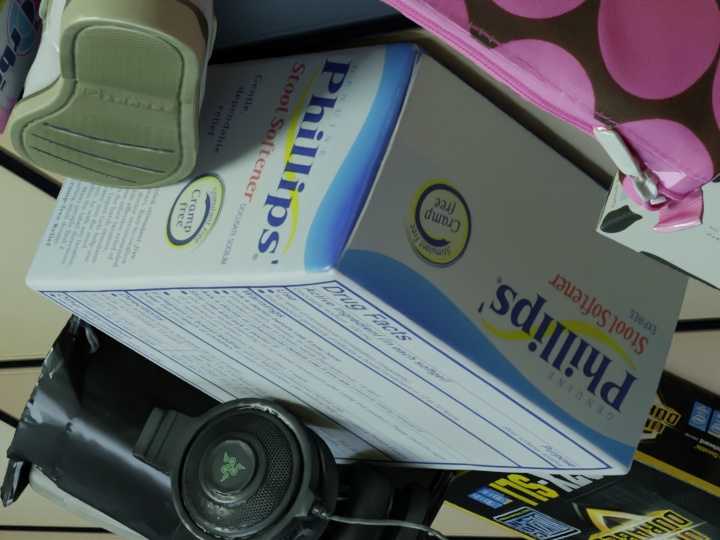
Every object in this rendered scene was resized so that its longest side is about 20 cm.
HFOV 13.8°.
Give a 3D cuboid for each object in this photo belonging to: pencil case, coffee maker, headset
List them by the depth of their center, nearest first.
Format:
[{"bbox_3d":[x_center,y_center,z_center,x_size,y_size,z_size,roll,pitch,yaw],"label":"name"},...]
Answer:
[{"bbox_3d":[0.044,-0.095,0.929,0.199,0.094,0.091,30,159,-25],"label":"pencil case"},{"bbox_3d":[-0.027,0.116,1.264,0.123,0.094,0.200,31,171,-31],"label":"headset"},{"bbox_3d":[-0.061,0.092,1.449,0.199,0.135,0.192,28,165,3],"label":"coffee maker"}]

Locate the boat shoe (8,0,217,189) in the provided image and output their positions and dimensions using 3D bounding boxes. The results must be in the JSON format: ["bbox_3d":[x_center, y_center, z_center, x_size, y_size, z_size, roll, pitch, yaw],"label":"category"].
[{"bbox_3d":[-0.087,-0.086,1.122,0.074,0.069,0.200,15,161,-11],"label":"boat shoe"}]

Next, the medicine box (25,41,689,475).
[{"bbox_3d":[0.000,0.000,1.221,0.199,0.103,0.182,-2,152,47],"label":"medicine box"}]

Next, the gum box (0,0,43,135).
[{"bbox_3d":[-0.235,-0.124,1.166,0.199,0.066,0.114,13,159,21],"label":"gum box"}]

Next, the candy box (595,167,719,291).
[{"bbox_3d":[0.187,-0.032,1.009,0.136,0.061,0.200,25,160,-16],"label":"candy box"}]

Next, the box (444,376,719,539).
[{"bbox_3d":[0.138,0.105,1.462,0.159,0.050,0.200,26,161,-11],"label":"box"}]
